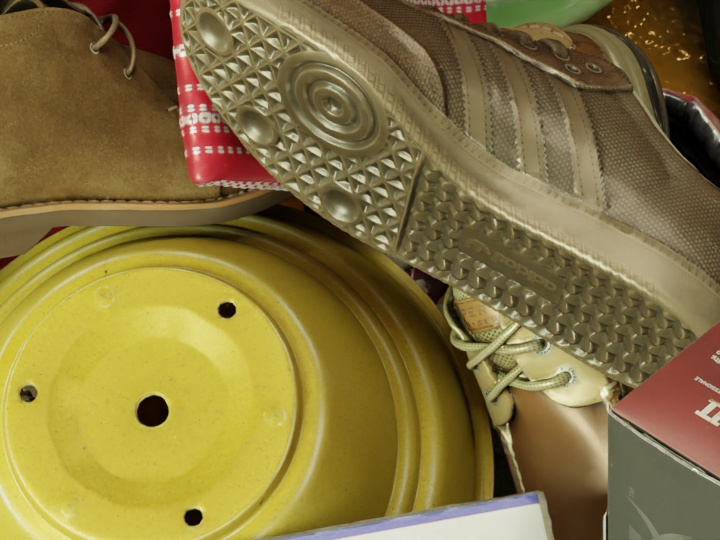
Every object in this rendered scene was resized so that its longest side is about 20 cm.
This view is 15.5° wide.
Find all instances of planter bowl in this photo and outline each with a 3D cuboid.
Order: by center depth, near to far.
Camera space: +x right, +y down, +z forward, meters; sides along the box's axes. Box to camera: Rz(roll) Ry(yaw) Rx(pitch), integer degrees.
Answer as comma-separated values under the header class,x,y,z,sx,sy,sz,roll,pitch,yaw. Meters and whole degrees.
class,x,y,z,sx,sy,sz,roll,pitch,yaw
planter bowl,-0.060,0.055,0.830,0.200,0.083,0.201,-2,70,5

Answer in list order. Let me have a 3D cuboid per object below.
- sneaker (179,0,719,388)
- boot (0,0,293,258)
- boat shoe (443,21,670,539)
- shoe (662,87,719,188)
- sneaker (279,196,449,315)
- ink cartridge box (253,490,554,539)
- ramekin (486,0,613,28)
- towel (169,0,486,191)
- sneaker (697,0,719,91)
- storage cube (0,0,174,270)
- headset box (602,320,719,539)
class,x,y,z,sx,sy,sz,roll,pitch,yaw
sneaker,0.039,-0.040,0.804,0.200,0.070,0.076,36,54,3
boot,-0.080,-0.055,0.842,0.200,0.076,0.074,-13,24,-37
boat shoe,0.059,0.014,0.854,0.074,0.076,0.200,8,68,-40
shoe,0.107,0.033,0.898,0.071,0.091,0.200,-1,49,-4
sneaker,0.000,0.000,0.921,0.075,0.090,0.200,-5,49,-8
ink cartridge box,-0.020,0.179,0.759,0.197,0.047,0.200,-9,67,-9
ramekin,0.031,-0.191,1.025,0.200,0.200,0.098,10,41,5
towel,-0.008,-0.125,0.869,0.145,0.022,0.200,1,83,-45
sneaker,0.148,-0.142,1.053,0.079,0.075,0.200,36,36,-23
storage cube,-0.154,-0.110,0.934,0.171,0.180,0.200,-24,47,-22
headset box,0.150,0.068,0.785,0.200,0.149,0.075,-35,50,-30
